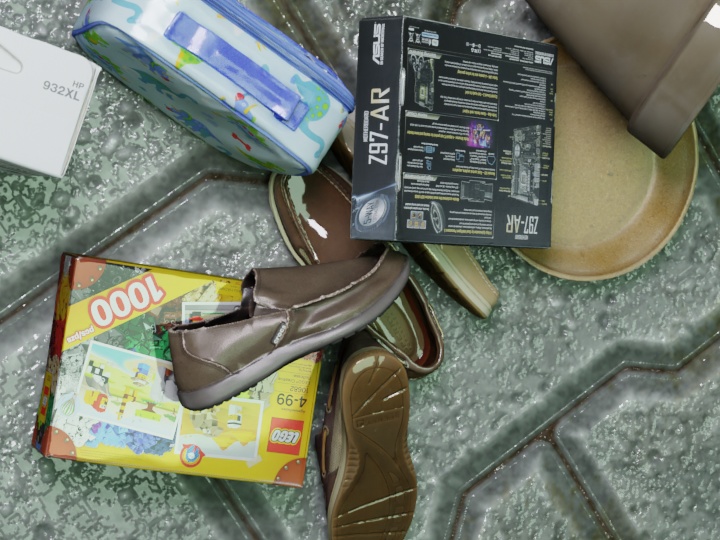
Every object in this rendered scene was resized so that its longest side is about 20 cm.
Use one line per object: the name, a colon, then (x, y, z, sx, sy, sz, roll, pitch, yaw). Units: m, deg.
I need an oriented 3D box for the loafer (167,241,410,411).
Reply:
loafer: (-0.054, 0.027, 1.413, 0.199, 0.073, 0.071, -30, 102, -15)

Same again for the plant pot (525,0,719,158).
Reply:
plant pot: (0.221, -0.216, 1.497, 0.173, 0.200, 0.201, 34, 82, 5)

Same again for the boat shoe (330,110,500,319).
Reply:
boat shoe: (0.056, -0.053, 1.528, 0.069, 0.074, 0.201, -40, 105, -8)

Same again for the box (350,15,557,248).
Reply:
box: (0.074, -0.099, 1.457, 0.199, 0.043, 0.162, 1, 92, -50)

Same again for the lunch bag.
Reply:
lunch bag: (-0.106, -0.149, 1.423, 0.199, 0.161, 0.083, 34, 83, -16)

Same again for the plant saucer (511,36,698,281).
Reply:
plant saucer: (0.180, -0.093, 1.586, 0.198, 0.035, 0.202, -1, 93, -18)

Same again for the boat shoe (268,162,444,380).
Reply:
boat shoe: (0.005, -0.004, 1.513, 0.075, 0.075, 0.203, -40, 104, -12)

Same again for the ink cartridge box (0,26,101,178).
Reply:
ink cartridge box: (-0.276, -0.124, 1.346, 0.144, 0.200, 0.085, 19, 87, -18)

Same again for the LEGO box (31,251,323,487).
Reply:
LEGO box: (-0.136, 0.075, 1.469, 0.198, 0.077, 0.151, 8, 90, -19)

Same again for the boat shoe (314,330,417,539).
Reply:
boat shoe: (0.000, 0.141, 1.524, 0.071, 0.072, 0.202, -9, 117, -17)
